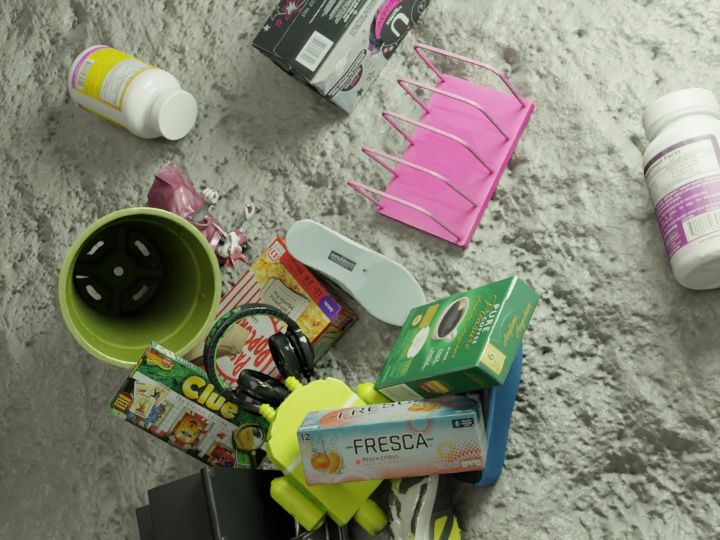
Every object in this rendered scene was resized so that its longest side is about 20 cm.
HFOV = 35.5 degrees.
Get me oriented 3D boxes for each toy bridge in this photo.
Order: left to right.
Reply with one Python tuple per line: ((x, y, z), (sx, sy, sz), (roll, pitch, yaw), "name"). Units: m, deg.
((-0.219, 0.094, 1.458), (0.200, 0.027, 0.067), (6, 66, 50), "toy bridge")

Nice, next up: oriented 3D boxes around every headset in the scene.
((-0.096, 0.129, 1.354), (0.124, 0.200, 0.094), (-49, 26, -5), "headset")

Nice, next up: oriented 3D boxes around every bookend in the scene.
((-0.197, 0.306, 1.338), (0.198, 0.200, 0.092), (-21, 70, 21), "bookend")

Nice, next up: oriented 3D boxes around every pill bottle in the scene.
((-0.335, -0.259, 1.666), (0.200, 0.104, 0.104), (27, 88, 33), "pill bottle")
((0.368, -0.090, 1.209), (0.112, 0.112, 0.200), (-20, 64, 23), "pill bottle")

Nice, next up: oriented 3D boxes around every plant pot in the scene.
((-0.301, 0.012, 1.459), (0.200, 0.200, 0.190), (-65, 23, -3), "plant pot")

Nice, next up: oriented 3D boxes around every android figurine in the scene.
((-0.028, 0.209, 1.310), (0.200, 0.041, 0.182), (41, 69, 3), "android figurine")

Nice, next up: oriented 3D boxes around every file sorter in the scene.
((0.093, -0.156, 1.377), (0.139, 0.125, 0.200), (24, 86, 33), "file sorter")

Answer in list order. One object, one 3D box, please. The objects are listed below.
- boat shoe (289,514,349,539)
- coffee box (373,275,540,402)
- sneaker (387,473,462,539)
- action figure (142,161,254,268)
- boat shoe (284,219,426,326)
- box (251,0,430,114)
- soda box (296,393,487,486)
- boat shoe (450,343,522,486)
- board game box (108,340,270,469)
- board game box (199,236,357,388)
((-0.054, 0.321, 1.324), (0.072, 0.071, 0.200), (-35, 51, 43), "boat shoe")
((0.104, 0.083, 1.260), (0.200, 0.044, 0.123), (-23, 34, 54), "coffee box")
((0.080, 0.298, 1.261), (0.074, 0.084, 0.200), (-21, 56, 55), "sneaker")
((-0.226, -0.055, 1.519), (0.149, 0.134, 0.200), (-49, 54, 8), "action figure")
((0.000, 0.000, 1.417), (0.200, 0.091, 0.071), (34, 93, 6), "boat shoe")
((-0.022, -0.335, 1.509), (0.132, 0.115, 0.200), (38, 95, 32), "box")
((0.035, 0.184, 1.227), (0.199, 0.064, 0.069), (-7, 102, 11), "soda box")
((0.133, 0.141, 1.283), (0.069, 0.084, 0.200), (6, 75, 34), "boat shoe")
((-0.200, 0.179, 1.401), (0.105, 0.200, 0.023), (-56, 16, 11), "board game box")
((-0.121, 0.080, 1.466), (0.200, 0.046, 0.152), (-48, 57, 8), "board game box")
